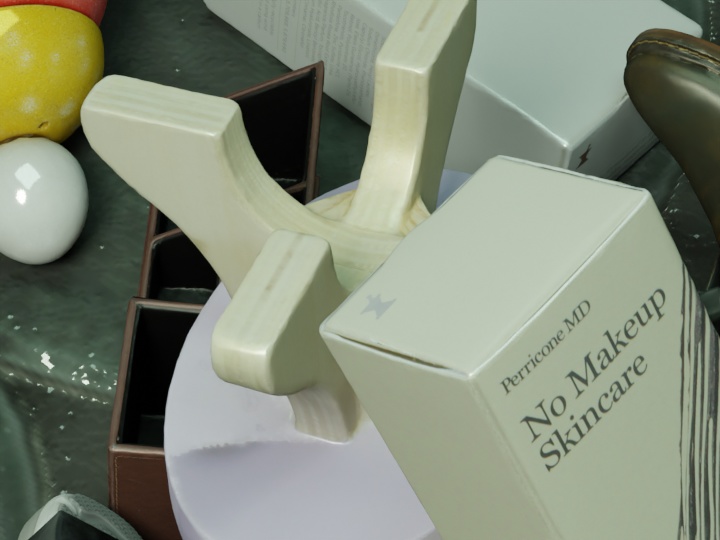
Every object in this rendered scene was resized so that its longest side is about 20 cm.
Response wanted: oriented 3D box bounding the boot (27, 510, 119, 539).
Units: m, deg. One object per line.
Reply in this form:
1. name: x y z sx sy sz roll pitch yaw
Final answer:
1. boot: -0.127 0.189 0.649 0.200 0.066 0.165 -35 53 17

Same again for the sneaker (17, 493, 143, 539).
1. sneaker: -0.111 0.165 0.729 0.082 0.075 0.201 -25 45 30

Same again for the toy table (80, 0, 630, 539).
1. toy table: 0.000 0.000 0.733 0.183 0.117 0.200 5 44 8

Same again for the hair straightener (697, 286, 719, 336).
1. hair straightener: 0.145 0.055 0.771 0.041 0.200 0.077 -39 66 -11

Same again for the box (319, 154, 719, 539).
1. box: 0.074 0.070 0.645 0.082 0.200 0.068 -45 35 -21

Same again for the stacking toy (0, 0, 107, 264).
1. stacking toy: -0.150 -0.098 0.921 0.145 0.146 0.201 -12 70 -15

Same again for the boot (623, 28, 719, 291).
1. boot: 0.158 0.000 0.868 0.200 0.075 0.097 45 66 1

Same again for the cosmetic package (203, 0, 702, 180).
1. cosmetic package: 0.037 -0.110 0.967 0.200 0.074 0.102 39 58 20

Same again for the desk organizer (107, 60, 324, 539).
1. desk organizer: -0.054 0.012 0.857 0.071 0.077 0.201 5 52 -2
